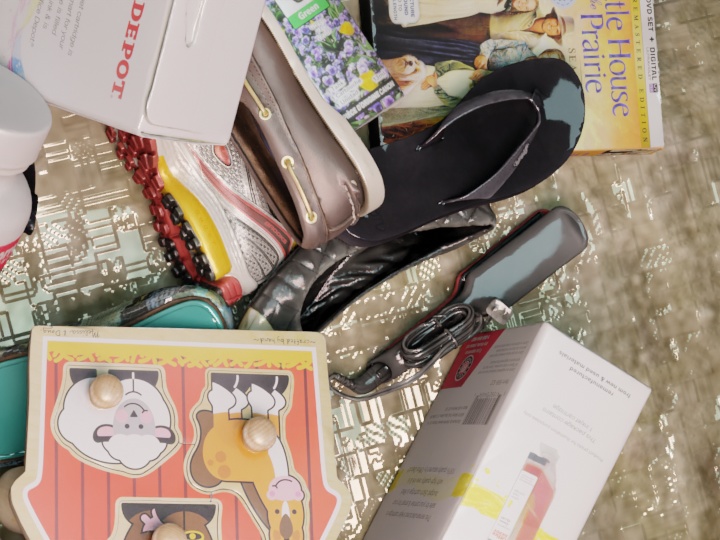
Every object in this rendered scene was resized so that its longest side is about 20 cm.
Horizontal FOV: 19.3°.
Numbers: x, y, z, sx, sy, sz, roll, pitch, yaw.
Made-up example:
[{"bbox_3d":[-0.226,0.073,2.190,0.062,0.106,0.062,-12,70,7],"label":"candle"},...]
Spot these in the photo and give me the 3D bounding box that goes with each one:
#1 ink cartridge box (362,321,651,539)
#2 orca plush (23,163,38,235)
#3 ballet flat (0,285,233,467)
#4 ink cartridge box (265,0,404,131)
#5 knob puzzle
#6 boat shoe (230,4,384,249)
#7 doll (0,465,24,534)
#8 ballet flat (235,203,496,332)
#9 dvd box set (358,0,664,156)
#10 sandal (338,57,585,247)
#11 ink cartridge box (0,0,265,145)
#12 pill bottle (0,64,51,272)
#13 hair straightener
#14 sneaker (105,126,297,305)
[{"bbox_3d":[0.077,0.141,1.301,0.083,0.145,0.201,31,78,-13],"label":"ink cartridge box"},{"bbox_3d":[-0.287,-0.056,1.251,0.199,0.071,0.106,18,81,-14],"label":"orca plush"},{"bbox_3d":[-0.168,0.063,1.274,0.199,0.074,0.075,-19,90,1],"label":"ballet flat"},{"bbox_3d":[-0.062,-0.168,1.305,0.050,0.109,0.201,-36,95,-19],"label":"ink cartridge box"},{"bbox_3d":[-0.097,0.127,1.186,0.218,0.030,0.221,6,70,-17],"label":"knob puzzle"},{"bbox_3d":[-0.067,-0.105,1.255,0.059,0.072,0.200,-36,89,-25],"label":"boat shoe"},{"bbox_3d":[-0.123,0.123,1.268,0.199,0.049,0.137,-6,128,-24],"label":"doll"},{"bbox_3d":[0.000,0.000,1.328,0.200,0.067,0.057,-38,63,-18],"label":"ballet flat"},{"bbox_3d":[0.099,-0.146,1.392,0.198,0.029,0.148,-2,86,-16],"label":"dvd box set"},{"bbox_3d":[0.068,-0.072,1.324,0.199,0.043,0.076,-31,88,-25],"label":"sandal"},{"bbox_3d":[-0.152,-0.167,1.218,0.084,0.199,0.146,5,103,-53],"label":"ink cartridge box"},{"bbox_3d":[-0.253,-0.022,1.191,0.110,0.111,0.201,27,115,-12],"label":"pill bottle"},{"bbox_3d":[0.064,0.022,1.342,0.199,0.077,0.041,-32,96,-16],"label":"hair straightener"},{"bbox_3d":[-0.104,-0.080,1.312,0.082,0.078,0.201,-28,100,-25],"label":"sneaker"}]
